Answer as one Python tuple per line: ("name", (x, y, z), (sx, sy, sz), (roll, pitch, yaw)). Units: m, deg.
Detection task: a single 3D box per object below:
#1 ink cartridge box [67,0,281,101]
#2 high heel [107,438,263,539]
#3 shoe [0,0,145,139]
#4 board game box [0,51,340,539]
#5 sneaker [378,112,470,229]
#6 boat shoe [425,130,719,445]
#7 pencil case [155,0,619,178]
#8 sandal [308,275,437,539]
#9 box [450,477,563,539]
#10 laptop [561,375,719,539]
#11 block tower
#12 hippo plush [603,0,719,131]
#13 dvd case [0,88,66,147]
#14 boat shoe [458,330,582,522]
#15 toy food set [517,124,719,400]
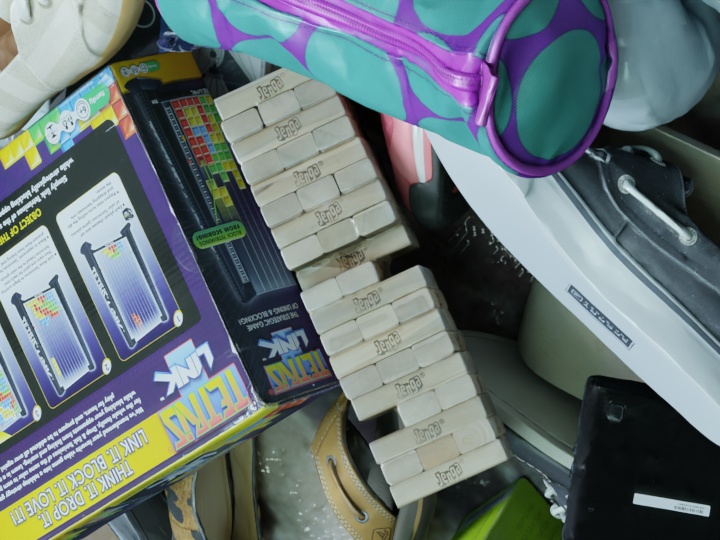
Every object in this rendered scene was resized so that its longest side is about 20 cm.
("ink cartridge box", (-0.086, -0.057, 1.300), (0.099, 0.039, 0.201), (13, 119, 16))
("high heel", (-0.049, 0.110, 1.339), (0.143, 0.071, 0.200), (52, 139, 1))
("shoe", (-0.146, -0.103, 1.189), (0.070, 0.053, 0.200), (60, 142, 11))
("board game box", (-0.119, 0.019, 1.269), (0.200, 0.057, 0.166), (-31, 81, 41))
("sneaker", (0.015, -0.118, 1.220), (0.086, 0.074, 0.202), (8, 114, 36))
("boat shoe", (0.107, -0.019, 1.161), (0.200, 0.068, 0.072), (45, 167, 4))
("pencil case", (0.005, -0.103, 1.112), (0.199, 0.092, 0.086), (23, 111, 37))
("sandal", (0.002, 0.098, 1.310), (0.054, 0.082, 0.201), (-1, 125, -10))
("box", (0.107, 0.206, 1.294), (0.048, 0.122, 0.200), (-38, 96, 31))
("laptop", (0.168, 0.163, 1.207), (0.176, 0.103, 0.201), (8, 78, 6))
("block tower", (0.000, 0.000, 1.218), (0.058, 0.054, 0.201), (-24, 86, 6))
("hippo plush", (0.138, -0.118, 1.103), (0.160, 0.159, 0.201), (-1, 114, 23))
("dvd case", (-0.196, -0.163, 1.306), (0.145, 0.022, 0.201), (18, 121, 14))
("boat shoe", (0.108, 0.101, 1.274), (0.199, 0.073, 0.063), (32, 119, 1))
("toy food set", (0.170, 0.009, 1.219), (0.199, 0.060, 0.144), (26, 126, 17))
